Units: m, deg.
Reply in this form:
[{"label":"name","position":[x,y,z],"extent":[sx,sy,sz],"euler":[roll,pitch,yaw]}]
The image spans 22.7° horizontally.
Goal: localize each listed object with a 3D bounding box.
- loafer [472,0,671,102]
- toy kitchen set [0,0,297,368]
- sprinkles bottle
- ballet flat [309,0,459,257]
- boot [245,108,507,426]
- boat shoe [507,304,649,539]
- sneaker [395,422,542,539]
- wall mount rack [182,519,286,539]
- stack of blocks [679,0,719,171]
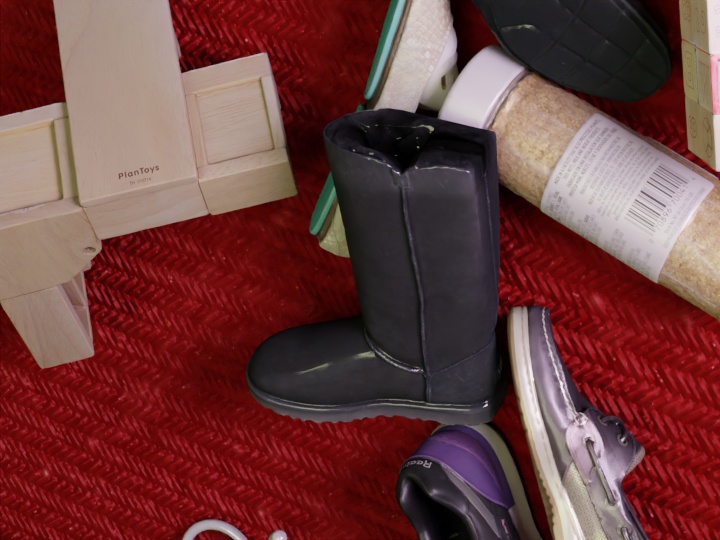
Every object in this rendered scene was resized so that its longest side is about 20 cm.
[{"label":"loafer","position":[0.089,-0.168,0.965],"extent":[0.199,0.073,0.073],"euler":[37,131,-11]},{"label":"toy kitchen set","position":[-0.143,-0.070,1.147],"extent":[0.198,0.181,0.165],"euler":[-13,60,1]},{"label":"sprinkles bottle","position":[0.137,-0.046,0.982],"extent":[0.199,0.068,0.069],"euler":[33,121,16]},{"label":"ballet flat","position":[0.027,-0.093,1.044],"extent":[0.062,0.068,0.201],"euler":[17,123,-6]},{"label":"boot","position":[0.001,0.000,1.027],"extent":[0.163,0.066,0.201],"euler":[1,137,10]},{"label":"boat shoe","position":[0.134,0.113,1.046],"extent":[0.064,0.072,0.202],"euler":[-16,87,9]},{"label":"sneaker","position":[0.080,0.196,1.091],"extent":[0.075,0.087,0.201],"euler":[-29,92,34]},{"label":"wall mount rack","position":[-0.051,0.249,1.194],"extent":[0.201,0.074,0.174],"euler":[51,124,4]},{"label":"stack of blocks","position":[0.215,-0.158,0.872],"extent":[0.114,0.059,0.202],"euler":[-7,105,-2]}]
